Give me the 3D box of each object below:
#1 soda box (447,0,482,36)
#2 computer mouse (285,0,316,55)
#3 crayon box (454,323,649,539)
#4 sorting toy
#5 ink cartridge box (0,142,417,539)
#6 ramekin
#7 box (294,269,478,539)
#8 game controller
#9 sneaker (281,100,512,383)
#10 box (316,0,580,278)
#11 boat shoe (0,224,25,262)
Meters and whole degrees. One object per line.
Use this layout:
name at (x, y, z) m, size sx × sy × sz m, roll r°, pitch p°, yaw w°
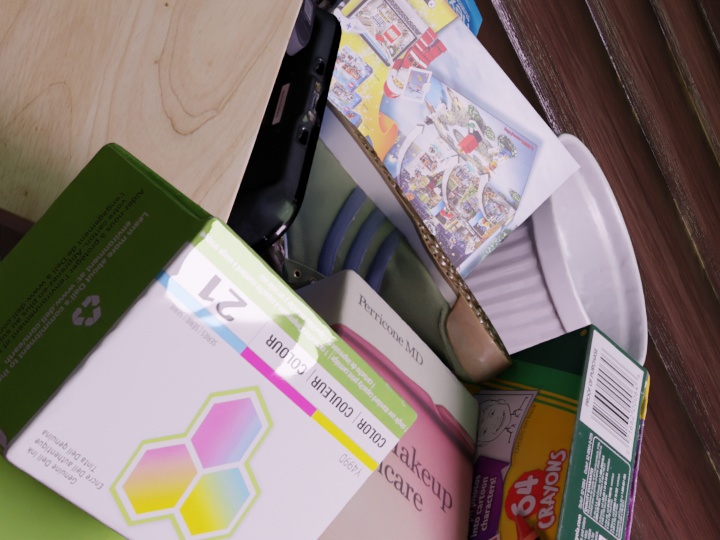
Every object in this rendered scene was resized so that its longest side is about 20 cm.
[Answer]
soda box at (0.036, -0.163, 1.138) m, size 0.064 × 0.067 × 0.200 m, roll 60°, pitch 27°, yaw -24°
computer mouse at (-0.040, -0.213, 0.840) m, size 0.140 × 0.046 × 0.202 m, roll 26°, pitch 69°, yaw -82°
crayon box at (0.062, 0.146, 0.822) m, size 0.058 × 0.172 × 0.201 m, roll 38°, pitch 49°, yaw -28°
sorting toy at (-0.133, -0.113, 0.621) m, size 0.198 × 0.070 × 0.201 m, roll 24°, pitch 70°, yaw -18°
ink cartridge box at (-0.096, 0.080, 0.550) m, size 0.076 × 0.200 × 0.148 m, roll 34°, pitch -8°, yaw 45°
ramekin at (0.146, 0.000, 1.221) m, size 0.200 × 0.104 × 0.201 m, roll 43°, pitch 38°, yaw -47°
box at (-0.022, 0.123, 0.764) m, size 0.128 × 0.108 × 0.201 m, roll 46°, pitch 35°, yaw -31°
game controller at (-0.065, -0.070, 0.820) m, size 0.042 × 0.104 × 0.201 m, roll 58°, pitch 28°, yaw -37°
sneaker at (0.000, 0.000, 0.874) m, size 0.201 × 0.090 × 0.067 m, roll 56°, pitch 8°, yaw 24°
box at (0.029, -0.090, 0.960) m, size 0.200 × 0.137 × 0.038 m, roll 46°, pitch 3°, yaw -29°
boat shoe at (-0.141, -0.018, 0.680) m, size 0.072 × 0.061 × 0.202 m, roll 24°, pitch 30°, yaw -2°
